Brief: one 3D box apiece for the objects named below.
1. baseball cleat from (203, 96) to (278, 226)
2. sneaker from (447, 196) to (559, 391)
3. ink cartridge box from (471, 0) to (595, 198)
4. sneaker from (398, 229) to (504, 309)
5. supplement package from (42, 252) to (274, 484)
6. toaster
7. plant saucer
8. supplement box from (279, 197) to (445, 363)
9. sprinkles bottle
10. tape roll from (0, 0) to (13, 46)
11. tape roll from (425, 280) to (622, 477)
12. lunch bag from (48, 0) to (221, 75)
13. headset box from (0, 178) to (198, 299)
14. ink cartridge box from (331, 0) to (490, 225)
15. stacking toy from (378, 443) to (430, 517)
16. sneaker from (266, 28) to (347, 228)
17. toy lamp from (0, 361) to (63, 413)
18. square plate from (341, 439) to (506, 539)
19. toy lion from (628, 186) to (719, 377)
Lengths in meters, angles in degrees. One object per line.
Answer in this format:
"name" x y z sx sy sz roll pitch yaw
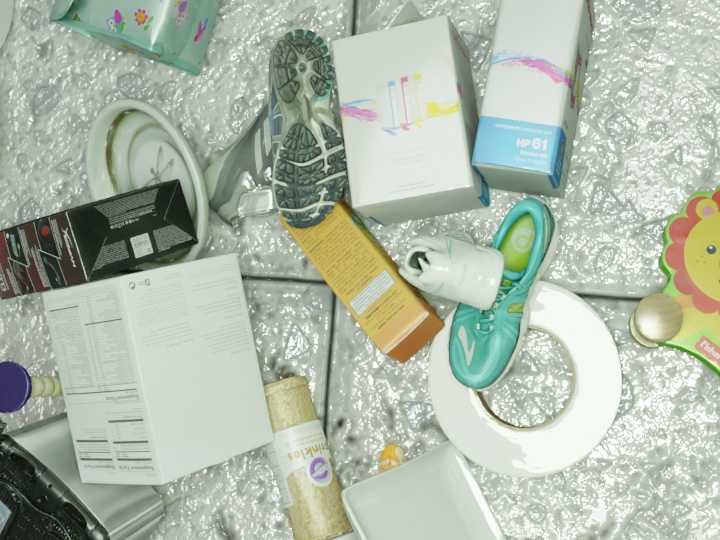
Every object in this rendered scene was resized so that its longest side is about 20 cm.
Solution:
"baseball cleat" -0.091 -0.131 1.169 0.200 0.070 0.107 -43 81 18
"sneaker" 0.134 0.020 1.043 0.077 0.080 0.202 20 90 16
"ink cartridge box" 0.176 -0.186 1.053 0.084 0.144 0.202 9 87 16
"sneaker" 0.076 -0.010 1.040 0.079 0.200 0.071 13 91 -12
"supplement package" -0.208 0.100 1.088 0.150 0.151 0.202 -10 93 43
"toaster" -0.333 0.270 1.147 0.180 0.118 0.201 37 113 15
"plant saucer" -0.227 -0.095 1.179 0.199 0.050 0.202 18 119 36
"supplement box" 0.000 0.000 1.108 0.069 0.066 0.200 -43 65 6
"sprinkles bottle" -0.059 0.216 1.120 0.068 0.068 0.202 -21 79 12
"tape roll" -0.527 -0.328 1.308 0.201 0.037 0.205 -1 85 15
"tape roll" 0.167 0.110 1.084 0.201 0.037 0.205 -2 84 16
"lunch bag" -0.258 -0.336 1.202 0.199 0.122 0.172 22 93 24
"headset box" -0.296 -0.031 1.130 0.199 0.148 0.076 -10 99 44
"ink cartridge box" 0.053 -0.163 1.094 0.124 0.128 0.202 -10 82 14
"stacking toy" 0.042 0.277 1.081 0.109 0.116 0.202 -11 68 22
"sneaker" -0.059 -0.146 1.093 0.077 0.086 0.202 -2 101 -14
"toy lamp" -0.323 0.123 1.132 0.058 0.200 0.059 -2 83 14
"square plate" 0.077 0.280 1.022 0.028 0.199 0.199 -35 76 35
"toy lion" 0.372 0.025 1.029 0.200 0.069 0.192 40 88 15
